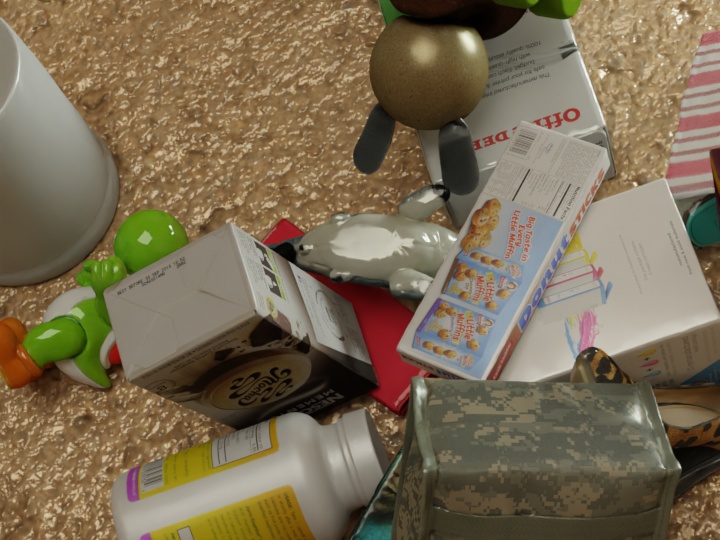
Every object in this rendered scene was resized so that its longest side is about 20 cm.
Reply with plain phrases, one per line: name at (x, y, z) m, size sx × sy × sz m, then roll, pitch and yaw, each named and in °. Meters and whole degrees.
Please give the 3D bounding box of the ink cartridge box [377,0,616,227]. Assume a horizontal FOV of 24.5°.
ink cartridge box at (0.111, -0.153, 1.367) m, size 0.146 × 0.084 × 0.200 m, roll -18°, pitch 61°, yaw 7°

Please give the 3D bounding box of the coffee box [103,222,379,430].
coffee box at (-0.084, 0.052, 1.239) m, size 0.113 × 0.200 × 0.080 m, roll -28°, pitch 62°, yaw 16°

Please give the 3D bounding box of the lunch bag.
lunch bag at (0.103, 0.177, 1.074) m, size 0.164 × 0.200 × 0.118 m, roll 2°, pitch 33°, yaw -5°

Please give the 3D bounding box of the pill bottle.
pill bottle at (-0.078, 0.170, 1.244) m, size 0.200 × 0.104 × 0.104 m, roll -20°, pitch 60°, yaw 5°

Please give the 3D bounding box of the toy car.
toy car at (0.063, -0.164, 1.287) m, size 0.164 × 0.158 × 0.200 m, roll 14°, pitch 98°, yaw 27°

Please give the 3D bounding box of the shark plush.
shark plush at (0.000, 0.000, 1.308) m, size 0.200 × 0.083 × 0.091 m, roll -11°, pitch 71°, yaw 11°

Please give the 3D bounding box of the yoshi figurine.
yoshi figurine at (-0.212, 0.015, 1.362) m, size 0.200 × 0.112 × 0.113 m, roll -25°, pitch 53°, yaw -1°

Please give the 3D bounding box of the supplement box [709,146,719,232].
supplement box at (0.315, -0.016, 1.173) m, size 0.110 × 0.200 × 0.086 m, roll -14°, pitch 60°, yaw 8°

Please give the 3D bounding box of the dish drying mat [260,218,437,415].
dish drying mat at (-0.017, 0.036, 1.346) m, size 0.200 × 0.018 × 0.077 m, roll 36°, pitch 77°, yaw 29°

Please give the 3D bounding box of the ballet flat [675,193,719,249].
ballet flat at (0.327, -0.083, 1.286) m, size 0.200 × 0.072 × 0.072 m, roll -22°, pitch 60°, yaw 2°

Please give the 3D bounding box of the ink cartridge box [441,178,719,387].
ink cartridge box at (0.157, 0.043, 1.230) m, size 0.200 × 0.129 × 0.125 m, roll -20°, pitch 60°, yaw 6°

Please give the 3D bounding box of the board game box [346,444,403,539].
board game box at (0.091, 0.214, 1.160) m, size 0.200 × 0.028 × 0.135 m, roll 31°, pitch 82°, yaw -1°

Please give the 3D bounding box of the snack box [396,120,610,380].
snack box at (0.103, -0.012, 1.185) m, size 0.072 × 0.024 × 0.200 m, roll 22°, pitch 71°, yaw 24°

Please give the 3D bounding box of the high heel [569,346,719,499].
high heel at (0.225, 0.080, 1.155) m, size 0.142 × 0.200 × 0.071 m, roll -36°, pitch 46°, yaw -2°

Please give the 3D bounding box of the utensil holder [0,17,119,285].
utensil holder at (-0.318, -0.104, 1.396) m, size 0.170 × 0.200 × 0.170 m, roll -6°, pitch 63°, yaw 13°

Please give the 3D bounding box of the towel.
towel at (0.319, -0.130, 1.274) m, size 0.146 × 0.030 × 0.200 m, roll -9°, pitch 41°, yaw 33°
